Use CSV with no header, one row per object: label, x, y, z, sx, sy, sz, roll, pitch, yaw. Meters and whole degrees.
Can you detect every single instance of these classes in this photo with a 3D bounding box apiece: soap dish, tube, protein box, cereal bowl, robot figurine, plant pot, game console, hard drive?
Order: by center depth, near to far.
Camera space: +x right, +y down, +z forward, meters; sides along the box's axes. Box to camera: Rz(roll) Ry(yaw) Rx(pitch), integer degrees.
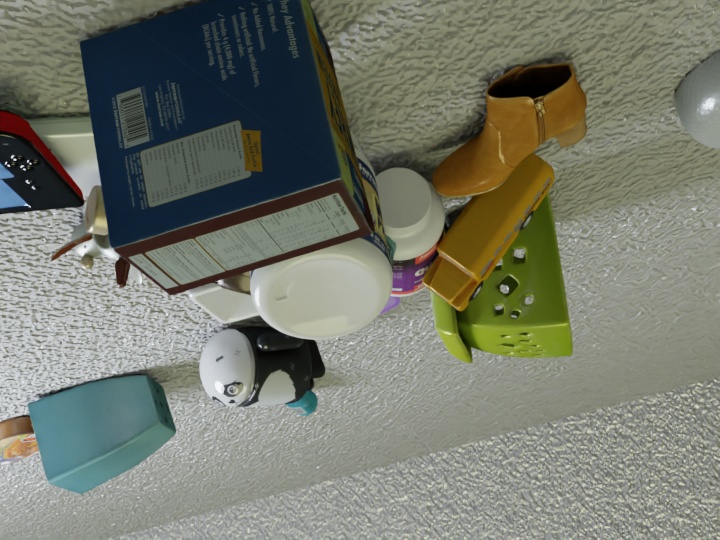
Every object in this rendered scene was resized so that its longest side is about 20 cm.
protein box,-0.114,-0.115,0.970,0.198,0.201,0.135,-16,160,7
game console,-0.381,-0.090,1.048,0.197,0.031,0.177,-4,156,6
hard drive,-0.277,-0.113,1.121,0.198,0.027,0.132,-6,159,-21
cereal bowl,0.475,-0.198,1.307,0.198,0.084,0.200,-11,159,-4
soap dish,-0.121,-0.009,1.417,0.198,0.082,0.157,-16,160,8
plant pot,0.190,0.018,1.540,0.179,0.201,0.200,-10,161,10
robot figurine,-0.155,0.153,1.755,0.198,0.152,0.124,1,-165,-36
plant pot,-0.421,0.262,1.864,0.198,0.142,0.141,-22,160,2
tube,-0.133,0.222,2.077,0.077,0.051,0.200,-21,154,8

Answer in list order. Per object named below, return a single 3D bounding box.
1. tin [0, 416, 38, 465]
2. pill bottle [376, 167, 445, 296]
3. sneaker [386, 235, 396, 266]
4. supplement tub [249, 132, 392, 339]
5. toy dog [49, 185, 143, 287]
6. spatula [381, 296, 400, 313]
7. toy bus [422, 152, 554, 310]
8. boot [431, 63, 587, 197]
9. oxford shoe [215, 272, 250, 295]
tin,-0.624,0.305,1.982,0.199,0.042,0.111,-28,160,34
pill bottle,0.048,-0.049,1.376,0.111,0.114,0.200,-13,160,-3
sneaker,0.000,0.000,1.294,0.077,0.087,0.200,33,169,-11
supplement tub,-0.047,-0.047,1.151,0.143,0.201,0.145,-5,139,-4
toy dog,-0.266,-0.021,1.200,0.130,0.097,0.200,10,166,-7
spatula,-0.021,0.031,1.443,0.056,0.021,0.199,-27,157,33
toy bus,0.153,-0.051,1.352,0.201,0.065,0.078,-54,165,-1
boot,0.153,-0.160,1.236,0.199,0.071,0.144,-22,152,13
oxford shoe,-0.156,-0.020,1.279,0.084,0.073,0.200,-40,118,19
